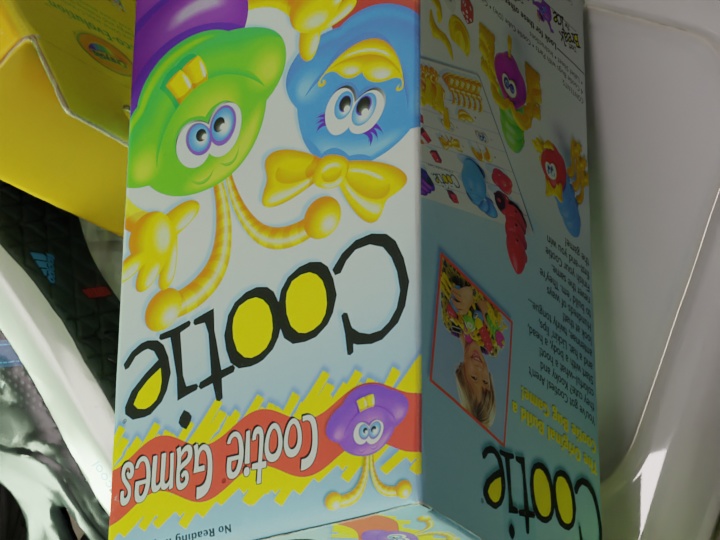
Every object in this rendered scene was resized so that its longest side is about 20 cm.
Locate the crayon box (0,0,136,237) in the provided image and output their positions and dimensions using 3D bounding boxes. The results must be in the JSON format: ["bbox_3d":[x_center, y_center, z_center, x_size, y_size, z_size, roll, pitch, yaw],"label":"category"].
[{"bbox_3d":[-0.105,-0.079,0.955,0.051,0.127,0.200,-45,49,15],"label":"crayon box"}]

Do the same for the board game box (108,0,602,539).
[{"bbox_3d":[0.000,0.000,0.849,0.103,0.105,0.201,-15,59,29],"label":"board game box"}]

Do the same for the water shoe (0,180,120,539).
[{"bbox_3d":[-0.124,0.017,0.956,0.079,0.071,0.200,-41,70,22],"label":"water shoe"}]

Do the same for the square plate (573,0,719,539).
[{"bbox_3d":[0.043,-0.012,0.926,0.199,0.028,0.199,18,90,33],"label":"square plate"}]

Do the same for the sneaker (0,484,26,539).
[{"bbox_3d":[-0.156,0.096,0.988,0.076,0.091,0.201,-27,65,26],"label":"sneaker"}]
